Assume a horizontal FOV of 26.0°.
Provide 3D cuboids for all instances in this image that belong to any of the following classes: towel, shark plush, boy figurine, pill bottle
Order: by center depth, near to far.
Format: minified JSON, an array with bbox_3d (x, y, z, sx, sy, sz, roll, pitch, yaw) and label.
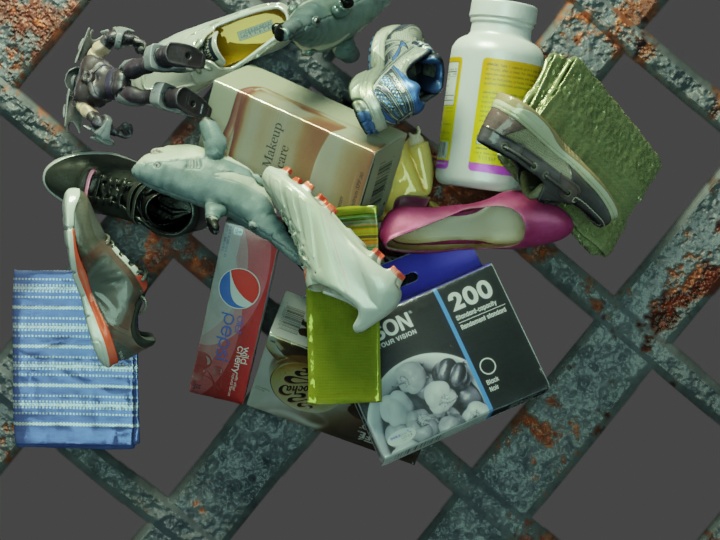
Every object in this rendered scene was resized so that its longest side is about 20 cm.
[{"bbox_3d":[-0.019,0.035,1.585,0.085,0.018,0.202,-5,81,28],"label":"towel"},{"bbox_3d":[-0.141,-0.062,1.618,0.200,0.091,0.083,45,49,2],"label":"shark plush"},{"bbox_3d":[-0.038,-0.277,1.643,0.083,0.199,0.092,-26,82,33],"label":"shark plush"},{"bbox_3d":[0.237,-0.123,1.677,0.200,0.036,0.149,41,75,-30],"label":"towel"},{"bbox_3d":[0.143,-0.188,1.687,0.103,0.104,0.202,8,94,-1],"label":"pill bottle"},{"bbox_3d":[0.026,-0.101,1.712,0.124,0.064,0.201,-31,89,0],"label":"boy figurine"},{"bbox_3d":[-0.317,0.100,1.745,0.143,0.024,0.202,0,91,1],"label":"towel"}]

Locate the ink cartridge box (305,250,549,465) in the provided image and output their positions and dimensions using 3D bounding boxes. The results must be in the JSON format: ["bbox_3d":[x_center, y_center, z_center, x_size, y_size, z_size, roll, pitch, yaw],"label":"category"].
[{"bbox_3d":[0.069,0.073,1.626,0.197,0.043,0.201,-22,75,-13],"label":"ink cartridge box"}]

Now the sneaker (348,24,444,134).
[{"bbox_3d":[0.054,-0.206,1.645,0.085,0.201,0.077,-12,120,21],"label":"sneaker"}]

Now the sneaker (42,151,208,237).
[{"bbox_3d":[-0.255,-0.085,1.693,0.198,0.099,0.071,14,95,0],"label":"sneaker"}]

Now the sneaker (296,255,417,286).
[{"bbox_3d":[0.000,0.000,1.694,0.199,0.109,0.070,34,93,-2],"label":"sneaker"}]

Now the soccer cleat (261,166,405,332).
[{"bbox_3d":[-0.041,-0.025,1.555,0.078,0.069,0.200,-45,71,1],"label":"soccer cleat"}]

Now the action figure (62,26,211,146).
[{"bbox_3d":[-0.250,-0.199,1.669,0.199,0.069,0.131,5,91,40],"label":"action figure"}]

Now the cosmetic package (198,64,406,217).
[{"bbox_3d":[-0.064,-0.130,1.657,0.199,0.087,0.104,24,117,18],"label":"cosmetic package"}]

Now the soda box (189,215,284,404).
[{"bbox_3d":[-0.133,0.038,1.693,0.063,0.070,0.202,13,108,-2],"label":"soda box"}]

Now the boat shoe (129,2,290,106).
[{"bbox_3d":[-0.163,-0.238,1.699,0.199,0.070,0.071,-22,93,2],"label":"boat shoe"}]

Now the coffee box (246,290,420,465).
[{"bbox_3d":[-0.010,0.117,1.693,0.199,0.080,0.114,20,129,-1],"label":"coffee box"}]

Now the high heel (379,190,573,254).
[{"bbox_3d":[0.120,-0.041,1.621,0.198,0.096,0.068,9,120,6],"label":"high heel"}]

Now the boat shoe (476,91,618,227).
[{"bbox_3d":[0.188,-0.101,1.590,0.065,0.072,0.200,-50,125,-1],"label":"boat shoe"}]

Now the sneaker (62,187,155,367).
[{"bbox_3d":[-0.272,0.001,1.695,0.081,0.077,0.202,-15,107,-9],"label":"sneaker"}]
